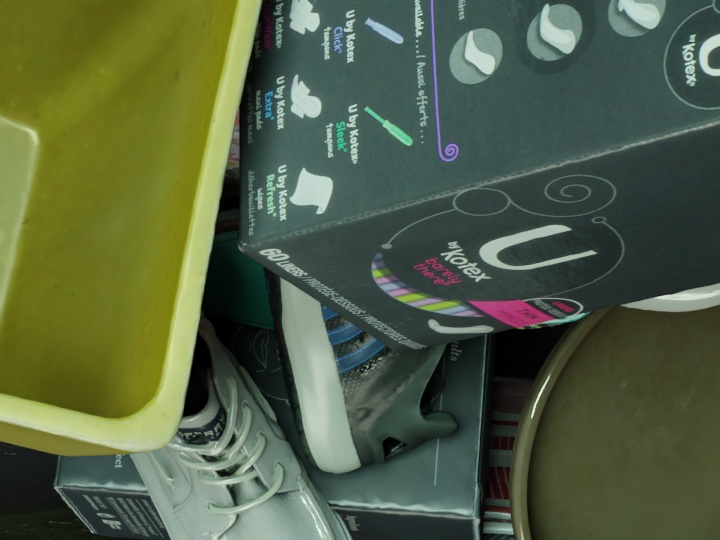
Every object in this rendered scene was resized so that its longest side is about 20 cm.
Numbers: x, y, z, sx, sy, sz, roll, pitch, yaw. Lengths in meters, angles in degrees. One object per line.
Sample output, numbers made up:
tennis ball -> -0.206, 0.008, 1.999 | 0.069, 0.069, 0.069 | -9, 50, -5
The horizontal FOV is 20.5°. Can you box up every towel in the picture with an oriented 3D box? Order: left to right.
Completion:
towel -> 0.073, 0.097, 1.092 | 0.143, 0.023, 0.200 | 2, -164, 6

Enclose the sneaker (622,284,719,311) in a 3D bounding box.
sneaker -> 0.165, -0.041, 0.758 | 0.198, 0.080, 0.130 | 2, 159, 9

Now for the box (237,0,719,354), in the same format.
box -> 0.071, -0.055, 0.673 | 0.199, 0.107, 0.122 | -15, 154, 27

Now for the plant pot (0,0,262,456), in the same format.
plant pot -> -0.159, -0.040, 0.689 | 0.193, 0.197, 0.200 | 14, 165, -15

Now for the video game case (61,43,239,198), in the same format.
video game case -> -0.036, -0.071, 0.816 | 0.199, 0.018, 0.143 | -7, 156, 31

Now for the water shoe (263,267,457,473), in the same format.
water shoe -> 0.000, 0.000, 0.836 | 0.078, 0.072, 0.201 | -13, 135, -7

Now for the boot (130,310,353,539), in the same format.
boot -> -0.065, 0.082, 0.855 | 0.073, 0.200, 0.096 | -35, 163, -8

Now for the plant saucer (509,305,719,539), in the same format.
plant saucer -> 0.152, 0.087, 0.977 | 0.199, 0.201, 0.029 | 19, -177, -33

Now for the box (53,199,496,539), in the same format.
box -> -0.035, 0.054, 0.970 | 0.199, 0.149, 0.107 | 4, 161, 6

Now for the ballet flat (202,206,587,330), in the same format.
ballet flat -> 0.012, -0.009, 0.903 | 0.199, 0.075, 0.074 | 5, 160, 4

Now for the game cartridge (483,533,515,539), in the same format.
game cartridge -> 0.060, 0.140, 1.057 | 0.133, 0.042, 0.200 | 9, -161, 33
